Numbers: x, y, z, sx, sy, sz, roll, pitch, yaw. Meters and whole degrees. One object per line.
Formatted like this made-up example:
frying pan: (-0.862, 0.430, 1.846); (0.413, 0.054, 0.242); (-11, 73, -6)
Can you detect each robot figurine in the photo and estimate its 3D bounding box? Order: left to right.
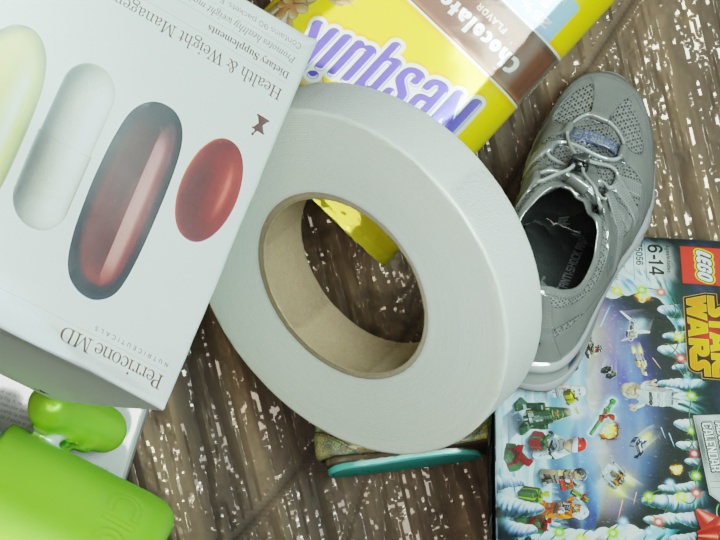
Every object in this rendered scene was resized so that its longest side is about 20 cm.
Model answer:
robot figurine: (-0.178, 0.148, 1.371); (0.199, 0.116, 0.176); (26, 89, -1)

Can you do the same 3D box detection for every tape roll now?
tape roll: (0.000, 0.000, 1.342); (0.202, 0.037, 0.204); (21, 129, 28)

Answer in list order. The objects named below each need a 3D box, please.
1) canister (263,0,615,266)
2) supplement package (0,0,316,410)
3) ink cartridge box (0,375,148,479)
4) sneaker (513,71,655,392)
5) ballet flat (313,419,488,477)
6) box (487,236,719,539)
canister: (0.026, -0.126, 1.413); (0.148, 0.087, 0.200); (42, 91, -1)
supplement package: (-0.163, -0.062, 1.270); (0.191, 0.147, 0.201); (28, 76, -27)
ink cartridge box: (-0.211, 0.044, 1.441); (0.199, 0.045, 0.177); (18, 94, -1)
sneaker: (0.119, -0.034, 1.384); (0.074, 0.082, 0.201); (14, 55, 5)
ballet flat: (0.073, 0.078, 1.437); (0.199, 0.071, 0.071); (-2, 93, 0)
box: (0.136, 0.071, 1.387); (0.136, 0.040, 0.201); (3, 54, -3)
